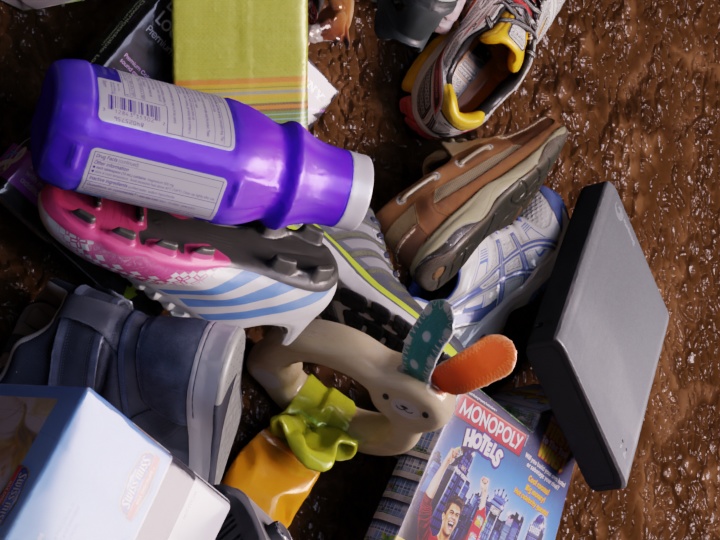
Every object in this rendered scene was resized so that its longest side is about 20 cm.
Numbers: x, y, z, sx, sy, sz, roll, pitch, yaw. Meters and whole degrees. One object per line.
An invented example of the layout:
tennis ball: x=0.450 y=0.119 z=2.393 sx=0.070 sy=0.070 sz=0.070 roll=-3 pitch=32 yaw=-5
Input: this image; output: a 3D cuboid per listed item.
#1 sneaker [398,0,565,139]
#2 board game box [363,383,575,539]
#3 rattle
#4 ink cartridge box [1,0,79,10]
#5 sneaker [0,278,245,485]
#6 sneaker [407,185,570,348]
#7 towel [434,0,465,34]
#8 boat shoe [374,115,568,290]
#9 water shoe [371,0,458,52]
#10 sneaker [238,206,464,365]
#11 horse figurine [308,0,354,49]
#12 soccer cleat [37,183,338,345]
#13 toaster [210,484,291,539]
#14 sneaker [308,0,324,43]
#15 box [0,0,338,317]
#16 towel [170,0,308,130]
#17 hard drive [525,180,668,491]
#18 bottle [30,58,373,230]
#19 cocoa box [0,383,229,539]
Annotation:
sneaker: x=0.111 y=-0.180 z=1.325 sx=0.077 sy=0.082 sz=0.201 roll=33 pitch=85 yaw=-22
board game box: x=0.086 y=0.157 z=1.314 sx=0.200 sy=0.061 sz=0.202 roll=40 pitch=69 yaw=-45
rattle: x=-0.007 y=0.103 z=1.155 sx=0.143 sy=0.199 sz=0.131 roll=-43 pitch=117 yaw=-37
ink cartridge box: x=-0.203 y=-0.270 z=1.060 sx=0.117 sy=0.067 sz=0.202 roll=23 pitch=74 yaw=-42
sneaker: x=-0.148 y=0.083 z=1.105 sx=0.203 sy=0.144 sz=0.077 roll=99 pitch=5 yaw=-51
sneaker: x=0.090 y=-0.008 z=1.348 sx=0.088 sy=0.075 sz=0.201 roll=56 pitch=52 yaw=-28
towel: x=0.099 y=-0.290 z=1.256 sx=0.032 sy=0.200 sz=0.193 roll=21 pitch=64 yaw=2
boat shoe: x=0.081 y=-0.065 z=1.304 sx=0.074 sy=0.076 sz=0.200 roll=38 pitch=44 yaw=12
water shoe: x=0.016 y=-0.221 z=1.195 sx=0.071 sy=0.079 sz=0.201 roll=17 pitch=32 yaw=-22
sneaker: x=0.000 y=0.000 z=1.224 sx=0.200 sy=0.074 sz=0.081 roll=42 pitch=49 yaw=-9
horse figurine: x=-0.045 y=-0.244 z=1.148 sx=0.132 sy=0.049 sz=0.203 roll=-10 pitch=93 yaw=-57
soccer cleat: x=-0.109 y=0.002 z=1.092 sx=0.198 sy=0.087 sz=0.070 roll=15 pitch=38 yaw=-25
toaster: x=-0.099 y=0.235 z=1.093 sx=0.200 sy=0.114 sz=0.129 roll=-41 pitch=129 yaw=8
sneaker: x=-0.103 y=-0.187 z=1.161 sx=0.201 sy=0.067 sz=0.109 roll=37 pitch=61 yaw=-41
box: x=-0.120 y=-0.084 z=1.118 sx=0.201 sy=0.036 sz=0.143 roll=-53 pitch=125 yaw=-10
towel: x=-0.073 y=-0.143 z=1.086 sx=0.085 sy=0.018 sz=0.202 roll=-3 pitch=107 yaw=-15
hard drive: x=0.181 y=0.046 z=1.351 sx=0.140 sy=0.033 sz=0.201 roll=62 pitch=32 yaw=-27
bottle: x=-0.091 y=-0.067 z=1.048 sx=0.198 sy=0.084 sz=0.066 roll=12 pitch=117 yaw=-21
cocoa box: x=-0.193 y=0.180 z=1.009 sx=0.131 sy=0.133 sz=0.201 roll=45 pitch=59 yaw=-34
